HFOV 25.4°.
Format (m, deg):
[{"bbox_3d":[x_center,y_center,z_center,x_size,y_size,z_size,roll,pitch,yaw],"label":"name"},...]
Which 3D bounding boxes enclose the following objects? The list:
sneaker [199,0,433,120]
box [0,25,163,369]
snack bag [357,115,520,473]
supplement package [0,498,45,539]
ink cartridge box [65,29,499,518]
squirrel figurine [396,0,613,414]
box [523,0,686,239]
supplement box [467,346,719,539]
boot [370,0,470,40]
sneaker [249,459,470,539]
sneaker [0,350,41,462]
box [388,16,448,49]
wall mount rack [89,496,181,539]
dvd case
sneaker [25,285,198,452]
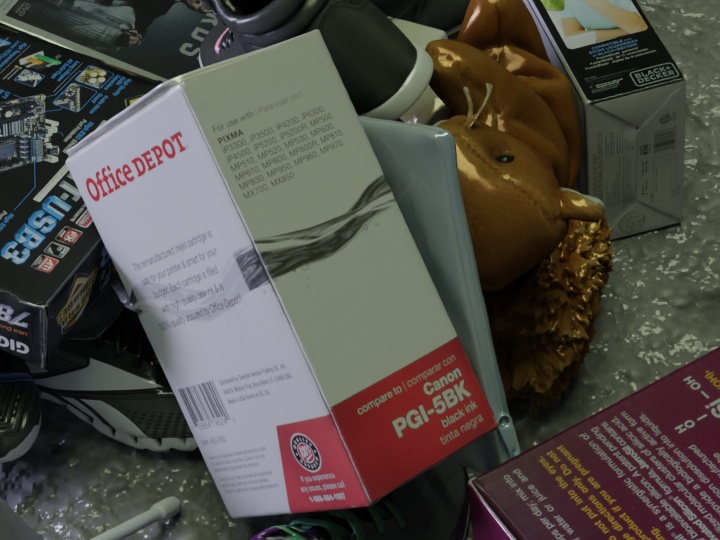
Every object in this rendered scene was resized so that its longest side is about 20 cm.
[{"bbox_3d":[-0.049,-0.134,0.829,0.071,0.099,0.200,-52,32,-11],"label":"sneaker"},{"bbox_3d":[-0.206,-0.055,0.848,0.198,0.050,0.200,20,43,9],"label":"box"},{"bbox_3d":[0.000,0.000,0.784,0.021,0.189,0.200,-27,24,-32],"label":"snack bag"},{"bbox_3d":[-0.182,0.207,0.593,0.147,0.191,0.200,-8,69,-2],"label":"supplement package"},{"bbox_3d":[-0.041,0.007,0.748,0.083,0.200,0.147,-26,4,-31],"label":"ink cartridge box"},{"bbox_3d":[0.079,-0.028,0.834,0.141,0.200,0.187,-33,21,5],"label":"squirrel figurine"},{"bbox_3d":[0.136,-0.127,0.986,0.060,0.117,0.200,-14,47,-4],"label":"box"},{"bbox_3d":[0.160,0.123,0.723,0.200,0.131,0.103,-25,46,-18],"label":"supplement box"},{"bbox_3d":[0.038,-0.235,1.042,0.072,0.200,0.182,23,50,29],"label":"boot"},{"bbox_3d":[-0.011,0.138,0.757,0.074,0.088,0.200,23,53,27],"label":"sneaker"},{"bbox_3d":[-0.246,0.055,0.875,0.200,0.077,0.076,26,55,30],"label":"sneaker"},{"bbox_3d":[-0.020,-0.068,0.970,0.068,0.082,0.200,19,49,26],"label":"box"},{"bbox_3d":[-0.187,0.148,0.785,0.200,0.075,0.174,15,52,20],"label":"wall mount rack"},{"bbox_3d":[-0.115,-0.160,0.968,0.200,0.025,0.150,22,51,9],"label":"dvd case"},{"bbox_3d":[-0.144,0.040,0.870,0.200,0.091,0.067,15,50,21],"label":"sneaker"}]
